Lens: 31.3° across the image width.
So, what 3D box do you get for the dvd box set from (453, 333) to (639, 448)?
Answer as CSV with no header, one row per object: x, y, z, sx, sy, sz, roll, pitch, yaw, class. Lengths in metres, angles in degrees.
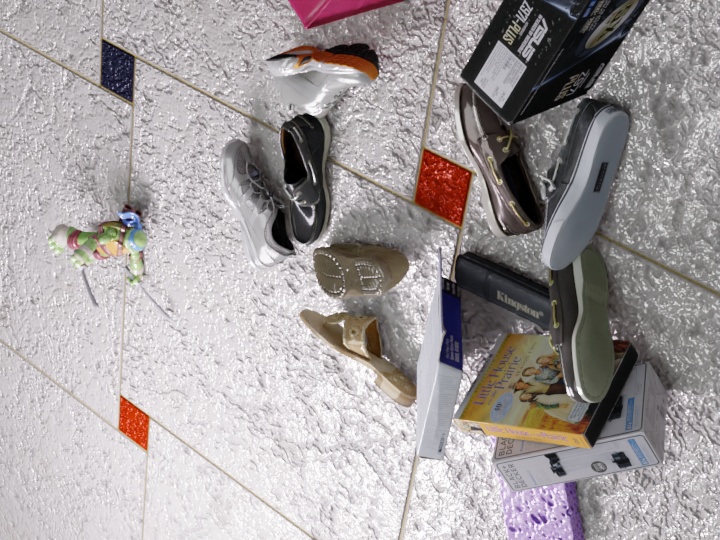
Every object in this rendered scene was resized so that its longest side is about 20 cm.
0.224,0.142,1.564,0.199,0.147,0.029,2,138,45,dvd box set

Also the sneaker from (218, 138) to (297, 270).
-0.145,-0.103,1.897,0.081,0.075,0.201,-10,108,31,sneaker

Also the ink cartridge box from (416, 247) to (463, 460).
0.107,0.105,1.663,0.040,0.200,0.201,7,123,-2,ink cartridge box

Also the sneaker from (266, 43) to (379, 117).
-0.041,-0.251,1.726,0.199,0.075,0.093,12,124,48,sneaker

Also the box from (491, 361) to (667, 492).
0.264,0.190,1.549,0.199,0.117,0.060,-16,127,31,box

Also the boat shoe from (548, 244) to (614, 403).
0.256,0.068,1.519,0.060,0.071,0.203,-24,49,41,boat shoe

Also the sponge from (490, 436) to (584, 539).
0.233,0.273,1.719,0.111,0.030,0.202,1,108,41,sponge

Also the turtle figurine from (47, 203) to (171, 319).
-0.436,-0.007,2.153,0.193,0.143,0.202,9,111,45,turtle figurine

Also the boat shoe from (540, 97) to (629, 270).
0.245,-0.102,1.497,0.068,0.073,0.201,33,117,41,boat shoe

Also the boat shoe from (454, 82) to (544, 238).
0.170,-0.138,1.570,0.059,0.072,0.202,-9,106,39,boat shoe

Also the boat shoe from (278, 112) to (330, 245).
-0.086,-0.125,1.821,0.071,0.067,0.202,23,126,33,boat shoe

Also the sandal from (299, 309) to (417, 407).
0.013,0.100,1.839,0.211,0.078,0.070,41,112,15,sandal

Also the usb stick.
0.204,0.032,1.639,0.199,0.033,0.056,27,129,32,usb stick

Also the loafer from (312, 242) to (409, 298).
0.000,0.000,1.798,0.199,0.067,0.077,14,115,57,loafer

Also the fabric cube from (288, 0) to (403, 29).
-0.009,-0.436,1.510,0.196,0.199,0.200,-39,81,44,fabric cube

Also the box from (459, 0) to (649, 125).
0.223,-0.273,1.390,0.086,0.163,0.201,46,133,18,box
